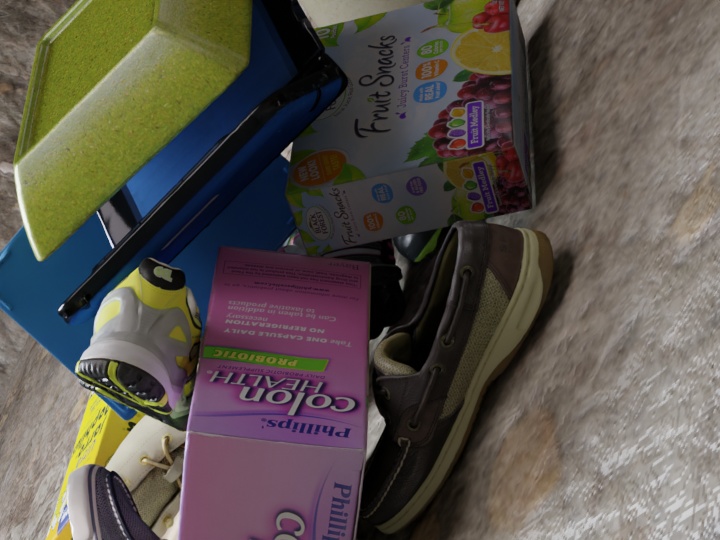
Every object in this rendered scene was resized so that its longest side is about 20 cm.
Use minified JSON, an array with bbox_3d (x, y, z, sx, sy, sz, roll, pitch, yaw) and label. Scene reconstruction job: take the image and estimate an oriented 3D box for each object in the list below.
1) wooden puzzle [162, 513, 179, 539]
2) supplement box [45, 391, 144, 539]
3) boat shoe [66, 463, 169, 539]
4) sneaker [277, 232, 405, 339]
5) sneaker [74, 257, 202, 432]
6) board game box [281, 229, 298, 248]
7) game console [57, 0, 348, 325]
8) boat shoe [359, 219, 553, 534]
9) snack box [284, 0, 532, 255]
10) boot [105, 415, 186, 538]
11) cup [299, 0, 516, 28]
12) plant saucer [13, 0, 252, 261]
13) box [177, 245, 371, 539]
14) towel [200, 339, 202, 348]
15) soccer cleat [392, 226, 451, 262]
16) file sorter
[{"bbox_3d":[-0.106,0.214,1.346,0.186,0.046,0.200,-64,19,6],"label":"wooden puzzle"},{"bbox_3d":[-0.181,0.159,1.563,0.109,0.109,0.201,-51,21,45],"label":"supplement box"},{"bbox_3d":[-0.113,0.198,1.162,0.092,0.075,0.201,-27,66,7],"label":"boat shoe"},{"bbox_3d":[0.000,0.000,1.264,0.200,0.087,0.074,-48,-16,-46],"label":"sneaker"},{"bbox_3d":[-0.119,0.044,1.079,0.200,0.075,0.077,142,151,-78],"label":"sneaker"},{"bbox_3d":[-0.056,0.023,1.433,0.148,0.064,0.200,-68,13,-9],"label":"board game box"},{"bbox_3d":[-0.118,-0.086,1.123,0.200,0.118,0.171,-43,-2,23],"label":"game console"},{"bbox_3d":[0.036,0.056,1.030,0.073,0.065,0.201,-105,38,-64],"label":"boat shoe"},{"bbox_3d":[0.033,-0.099,1.168,0.142,0.053,0.200,-13,34,12],"label":"snack box"},{"bbox_3d":[-0.118,0.127,1.279,0.156,0.073,0.200,-51,19,-25],"label":"boot"},{"bbox_3d":[0.029,-0.233,1.384,0.201,0.143,0.201,-57,16,27],"label":"cup"},{"bbox_3d":[-0.148,-0.134,1.154,0.200,0.048,0.200,-40,30,28],"label":"plant saucer"},{"bbox_3d":[-0.051,0.113,1.075,0.200,0.096,0.177,-90,6,-60],"label":"box"},{"bbox_3d":[-0.114,0.015,1.464,0.200,0.034,0.133,-60,13,26],"label":"towel"},{"bbox_3d":[0.027,-0.076,1.254,0.068,0.081,0.200,-57,17,31],"label":"soccer cleat"},{"bbox_3d":[-0.137,-0.018,1.286,0.200,0.139,0.123,-49,-4,0],"label":"file sorter"}]
